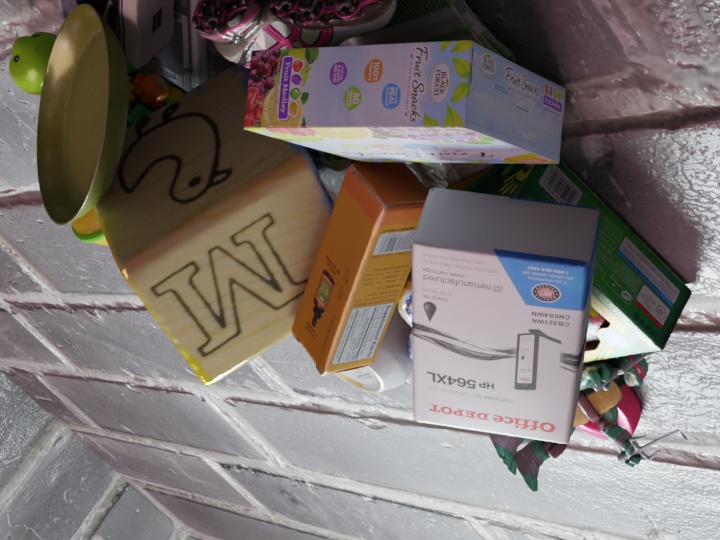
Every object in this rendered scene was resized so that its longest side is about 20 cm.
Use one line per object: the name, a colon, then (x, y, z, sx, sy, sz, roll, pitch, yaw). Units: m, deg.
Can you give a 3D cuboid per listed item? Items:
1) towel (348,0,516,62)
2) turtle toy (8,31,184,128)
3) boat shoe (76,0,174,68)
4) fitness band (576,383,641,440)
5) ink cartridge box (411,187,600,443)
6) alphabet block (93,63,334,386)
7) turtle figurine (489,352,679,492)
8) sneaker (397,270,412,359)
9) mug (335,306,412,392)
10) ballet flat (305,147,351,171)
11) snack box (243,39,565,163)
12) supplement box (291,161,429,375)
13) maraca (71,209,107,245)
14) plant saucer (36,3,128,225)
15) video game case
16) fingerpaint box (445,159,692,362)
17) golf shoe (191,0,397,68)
towel: (0.019, -0.226, 0.933, 0.200, 0.024, 0.152, 46, 153, -27)
turtle toy: (-0.283, -0.179, 1.229, 0.198, 0.147, 0.101, 30, 159, 10)
boat shoe: (-0.213, -0.264, 1.037, 0.092, 0.075, 0.200, 40, 154, 2)
fitness band: (0.221, 0.124, 1.283, 0.200, 0.038, 0.143, 42, 154, -17)
ink cartridge box: (0.120, 0.042, 0.984, 0.144, 0.085, 0.202, 7, 129, 13)
alphabet block: (-0.134, -0.046, 1.146, 0.196, 0.198, 0.197, 54, 174, 46)
turtle figurine: (0.233, 0.141, 1.173, 0.150, 0.199, 0.101, 48, -166, -31)
sneaker: (0.095, 0.067, 1.145, 0.088, 0.076, 0.200, 33, 168, 26)
mug: (0.030, 0.056, 1.258, 0.148, 0.154, 0.188, 19, 152, 27)
ballet flat: (-0.044, -0.171, 1.066, 0.070, 0.070, 0.201, -12, 131, 32)
snack box: (0.037, -0.127, 0.907, 0.198, 0.069, 0.168, 6, 179, 33)
supplement box: (0.000, 0.000, 1.075, 0.067, 0.068, 0.202, 51, 132, 36)
maraca: (-0.283, -0.101, 1.334, 0.107, 0.137, 0.201, 49, -174, -33)
plant saucer: (-0.255, -0.142, 1.072, 0.031, 0.204, 0.199, 4, 172, -32)
video game case: (-0.231, -0.276, 1.146, 0.180, 0.023, 0.201, 31, 155, 8)
fingerpaint box: (0.173, -0.004, 1.070, 0.200, 0.074, 0.166, 42, 155, -16)
golf shoe: (-0.041, -0.203, 0.939, 0.198, 0.074, 0.092, 4, 156, 41)
